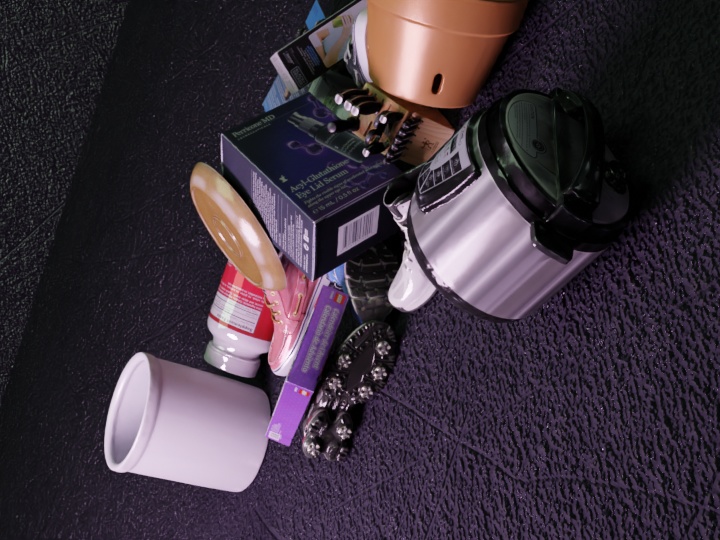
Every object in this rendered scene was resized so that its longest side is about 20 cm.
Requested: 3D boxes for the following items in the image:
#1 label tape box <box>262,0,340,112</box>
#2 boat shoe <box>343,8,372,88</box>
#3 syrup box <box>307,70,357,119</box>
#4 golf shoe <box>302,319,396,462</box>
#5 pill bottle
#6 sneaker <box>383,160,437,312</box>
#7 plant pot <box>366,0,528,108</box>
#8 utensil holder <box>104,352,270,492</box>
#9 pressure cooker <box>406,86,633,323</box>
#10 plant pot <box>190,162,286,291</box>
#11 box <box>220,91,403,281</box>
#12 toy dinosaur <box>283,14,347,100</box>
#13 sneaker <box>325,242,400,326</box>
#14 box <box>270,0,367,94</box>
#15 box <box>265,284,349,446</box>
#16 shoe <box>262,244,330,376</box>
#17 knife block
[{"bbox_3d":[-0.076,-0.304,1.725,0.202,0.062,0.145,-58,31,26],"label":"label tape box"},{"bbox_3d":[0.010,-0.277,1.418,0.067,0.200,0.073,20,78,19],"label":"boat shoe"},{"bbox_3d":[-0.016,-0.206,1.534,0.080,0.080,0.201,-62,31,20],"label":"syrup box"},{"bbox_3d":[-0.024,0.138,1.357,0.202,0.076,0.088,-62,22,18],"label":"golf shoe"},{"bbox_3d":[-0.162,0.050,1.625,0.112,0.111,0.203,30,101,62],"label":"pill bottle"},{"bbox_3d":[0.059,-0.048,1.263,0.202,0.114,0.076,-59,30,25],"label":"sneaker"},{"bbox_3d":[0.088,-0.285,1.290,0.201,0.196,0.142,-118,36,-54],"label":"plant pot"},{"bbox_3d":[-0.252,0.228,1.593,0.170,0.197,0.173,-40,40,45],"label":"utensil holder"},{"bbox_3d":[0.159,-0.071,1.031,0.200,0.177,0.178,-46,68,40],"label":"pressure cooker"},{"bbox_3d":[-0.168,-0.051,1.437,0.027,0.202,0.199,-35,22,-16],"label":"plant pot"},{"bbox_3d":[-0.063,-0.109,1.365,0.200,0.147,0.105,42,147,29],"label":"box"},{"bbox_3d":[-0.053,-0.322,1.602,0.197,0.089,0.048,-19,20,28],"label":"toy dinosaur"},{"bbox_3d":[0.000,0.000,1.409,0.202,0.077,0.090,-101,22,-43],"label":"sneaker"},{"bbox_3d":[-0.025,-0.325,1.503,0.198,0.061,0.117,-34,10,-3],"label":"box"},{"bbox_3d":[-0.069,0.124,1.381,0.201,0.038,0.139,114,176,-61],"label":"box"},{"bbox_3d":[-0.110,0.047,1.551,0.203,0.090,0.071,-67,28,10],"label":"shoe"},{"bbox_3d":[0.021,-0.197,1.357,0.065,0.173,0.201,-58,30,21],"label":"knife block"}]
